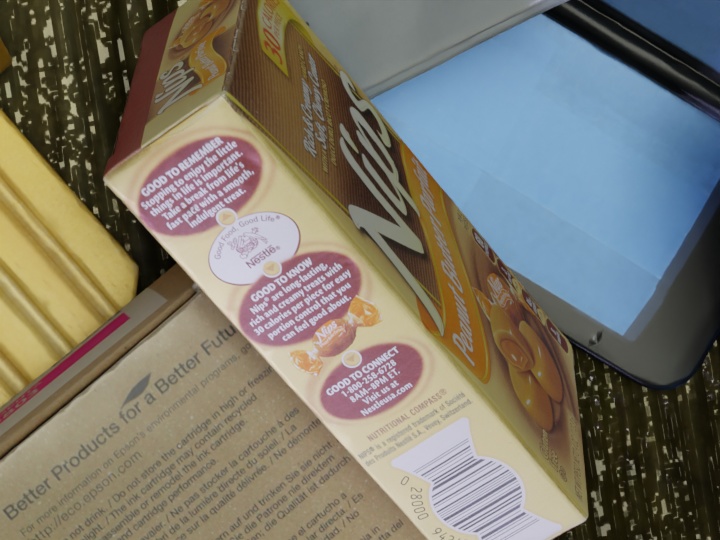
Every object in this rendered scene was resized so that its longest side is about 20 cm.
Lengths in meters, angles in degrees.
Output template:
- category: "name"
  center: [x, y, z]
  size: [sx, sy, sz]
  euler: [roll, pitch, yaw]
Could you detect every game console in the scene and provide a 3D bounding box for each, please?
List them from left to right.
- category: "game console"
  center: [0.090, -0.075, 0.823]
  size: [0.200, 0.171, 0.118]
  euler: [30, 58, -5]

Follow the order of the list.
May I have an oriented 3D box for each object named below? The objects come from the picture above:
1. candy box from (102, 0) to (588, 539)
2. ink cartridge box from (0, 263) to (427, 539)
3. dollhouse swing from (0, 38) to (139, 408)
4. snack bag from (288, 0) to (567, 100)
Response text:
- category: "candy box"
  center: [0.000, 0.000, 0.770]
  size: [0.055, 0.115, 0.200]
  euler: [-32, 114, 18]
- category: "ink cartridge box"
  center: [-0.078, 0.115, 0.800]
  size: [0.200, 0.075, 0.165]
  euler: [-39, 103, -7]
- category: "dollhouse swing"
  center: [-0.190, -0.008, 0.766]
  size: [0.200, 0.182, 0.176]
  euler: [-41, 82, -7]
- category: "snack bag"
  center: [0.001, -0.162, 0.797]
  size: [0.188, 0.021, 0.200]
  euler: [-25, 85, 36]
